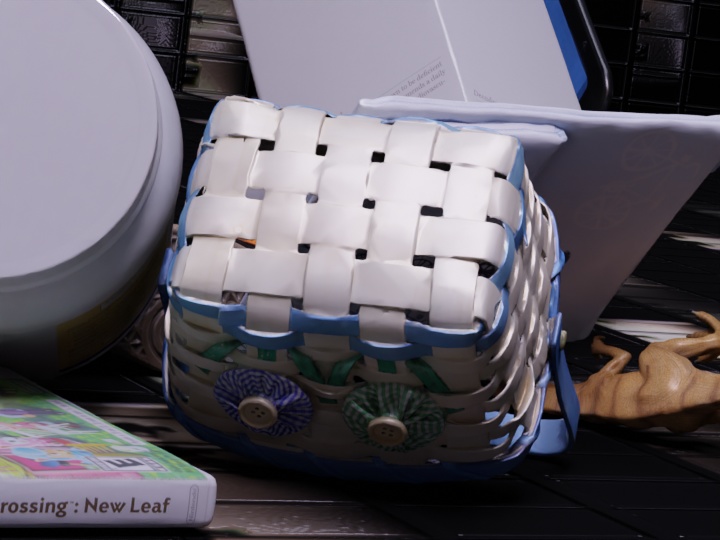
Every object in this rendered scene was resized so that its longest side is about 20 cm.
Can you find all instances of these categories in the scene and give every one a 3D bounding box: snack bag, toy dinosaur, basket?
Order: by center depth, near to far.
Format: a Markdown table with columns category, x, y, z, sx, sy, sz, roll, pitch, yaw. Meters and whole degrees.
| category | x | y | z | sx | sy | sz | roll | pitch | yaw |
| --- | --- | --- | --- | --- | --- | --- | --- | --- | --- |
| basket | -0.002 | 0.020 | 1.038 | 0.176 | 0.139 | 0.200 | 6 | -21 | 10 |
| snack bag | 0.055 | -0.012 | 1.163 | 0.200 | 0.021 | 0.189 | 1 | -35 | -25 |
| toy dinosaur | 0.151 | 0.057 | 1.182 | 0.200 | 0.060 | 0.106 | -8 | 6 | 45 |

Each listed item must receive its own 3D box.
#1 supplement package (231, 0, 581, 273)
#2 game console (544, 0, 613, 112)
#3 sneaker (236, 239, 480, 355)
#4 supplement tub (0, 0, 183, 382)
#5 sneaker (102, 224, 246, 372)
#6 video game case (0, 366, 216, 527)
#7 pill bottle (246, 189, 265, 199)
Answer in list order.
| category | x | y | z | sx | sy | sz | roll | pitch | yaw |
| --- | --- | --- | --- | --- | --- | --- | --- | --- | --- |
| supplement package | 0.031 | -0.078 | 1.263 | 0.117 | 0.200 | 0.117 | -33 | -35 | 28 |
| game console | 0.039 | -0.104 | 1.406 | 0.176 | 0.116 | 0.200 | -16 | 48 | 1 |
| sneaker | 0.000 | 0.000 | 1.310 | 0.200 | 0.090 | 0.070 | 2 | 9 | -37 |
| supplement tub | -0.146 | -0.037 | 1.041 | 0.145 | 0.146 | 0.200 | 7 | -12 | -5 |
| sneaker | -0.135 | 0.007 | 1.204 | 0.200 | 0.071 | 0.076 | 5 | 7 | -26 |
| video game case | -0.176 | 0.060 | 0.926 | 0.182 | 0.022 | 0.200 | 3 | 8 | -30 |
| pill bottle | 0.031 | -0.028 | 1.495 | 0.200 | 0.109 | 0.109 | 11 | 8 | 23 |
